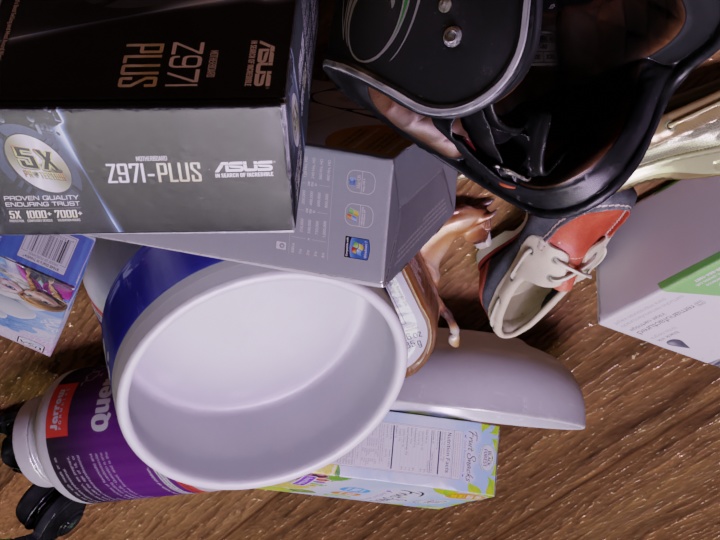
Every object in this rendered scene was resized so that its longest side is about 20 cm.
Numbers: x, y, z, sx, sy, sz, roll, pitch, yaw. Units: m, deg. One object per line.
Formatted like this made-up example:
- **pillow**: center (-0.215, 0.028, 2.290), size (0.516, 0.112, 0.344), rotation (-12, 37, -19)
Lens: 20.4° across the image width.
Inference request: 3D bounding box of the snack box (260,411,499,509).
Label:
- **snack box**: center (0.002, 0.162, 1.740), size (0.199, 0.068, 0.169), rotation (7, 168, -12)

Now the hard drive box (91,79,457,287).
- **hard drive box**: center (-0.055, -0.062, 1.185), size (0.199, 0.077, 0.156), rotation (9, -161, 15)

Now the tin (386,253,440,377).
- **tin**: center (-0.013, 0.002, 1.418), size (0.111, 0.042, 0.201), rotation (-19, 124, 12)

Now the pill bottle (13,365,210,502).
- **pill bottle**: center (-0.189, 0.132, 1.652), size (0.199, 0.113, 0.112), rotation (-10, 151, 32)

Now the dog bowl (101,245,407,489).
- **dog bowl**: center (-0.073, 0.052, 1.352), size (0.199, 0.079, 0.201), rotation (-10, 134, -11)

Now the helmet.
- **helmet**: center (0.091, -0.145, 1.043), size (0.199, 0.191, 0.200), rotation (33, 178, 1)

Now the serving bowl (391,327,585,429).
- **serving bowl**: center (0.083, 0.083, 1.595), size (0.199, 0.066, 0.200), rotation (6, 173, 1)

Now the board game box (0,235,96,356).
- **board game box**: center (-0.289, -0.018, 1.373), size (0.199, 0.044, 0.199), rotation (24, 162, -6)

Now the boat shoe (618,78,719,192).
- **boat shoe**: center (0.175, -0.090, 1.296), size (0.199, 0.073, 0.063), rotation (-7, 110, 23)

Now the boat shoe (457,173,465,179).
- **boat shoe**: center (0.020, -0.087, 1.285), size (0.199, 0.074, 0.063), rotation (-13, -175, 18)

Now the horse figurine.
- **horse figurine**: center (0.000, 0.000, 1.475), size (0.199, 0.050, 0.133), rotation (5, 141, 7)

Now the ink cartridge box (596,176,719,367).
- **ink cartridge box**: center (0.290, 0.005, 1.440), size (0.199, 0.085, 0.145), rotation (19, 148, -30)

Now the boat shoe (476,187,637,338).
- **boat shoe**: center (0.139, -0.012, 1.421), size (0.071, 0.063, 0.200), rotation (4, 158, -22)

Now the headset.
- **headset**: center (-0.281, 0.188, 1.796), size (0.199, 0.124, 0.094), rotation (-15, 157, -12)

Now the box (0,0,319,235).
- **box**: center (-0.110, -0.114, 1.085), size (0.163, 0.201, 0.086), rotation (0, 131, 4)

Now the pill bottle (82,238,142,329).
- **pill bottle**: center (-0.137, 0.028, 1.477), size (0.112, 0.113, 0.200), rotation (0, 153, 3)
